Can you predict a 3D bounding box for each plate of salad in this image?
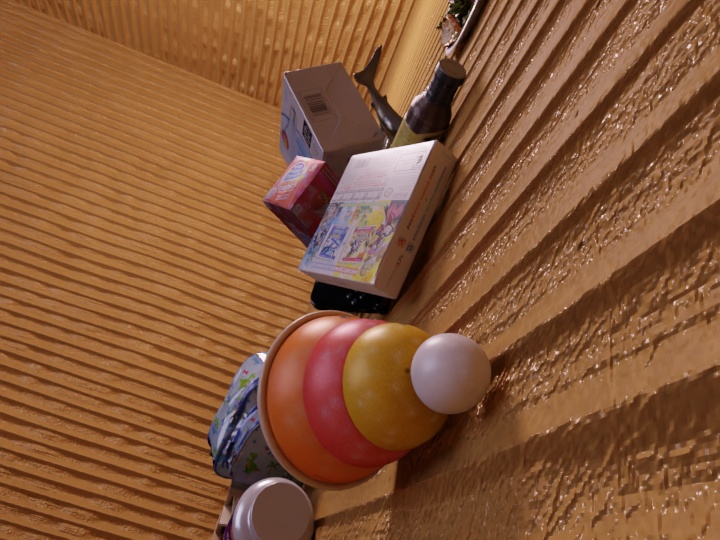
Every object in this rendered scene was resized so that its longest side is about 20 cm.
[{"bbox_3d":[0.169,-0.447,0.865,0.200,0.047,0.204,-160,89,-84],"label":"plate of salad"}]

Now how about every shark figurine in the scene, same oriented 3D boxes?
[{"bbox_3d":[0.070,-0.269,0.953,0.217,0.088,0.128,64,-175,15],"label":"shark figurine"}]

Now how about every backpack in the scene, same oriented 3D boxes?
[{"bbox_3d":[-0.140,0.255,0.912,0.147,0.181,0.203,32,100,60],"label":"backpack"}]

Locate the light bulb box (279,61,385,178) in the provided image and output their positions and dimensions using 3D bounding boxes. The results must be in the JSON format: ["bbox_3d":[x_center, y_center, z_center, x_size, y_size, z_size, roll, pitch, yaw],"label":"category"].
[{"bbox_3d":[-0.063,-0.239,1.030,0.200,0.123,0.201,63,158,25],"label":"light bulb box"}]

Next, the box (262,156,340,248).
[{"bbox_3d":[-0.055,-0.084,0.919,0.095,0.200,0.100,21,70,48],"label":"box"}]

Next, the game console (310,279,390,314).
[{"bbox_3d":[0.013,-0.055,0.754,0.119,0.169,0.203,65,-147,-50],"label":"game console"}]

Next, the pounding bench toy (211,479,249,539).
[{"bbox_3d":[-0.188,0.430,1.002,0.200,0.122,0.159,-109,38,-79],"label":"pounding bench toy"}]

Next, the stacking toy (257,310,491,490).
[{"bbox_3d":[0.023,0.086,0.399,0.199,0.145,0.148,-26,42,53],"label":"stacking toy"}]

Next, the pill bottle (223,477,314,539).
[{"bbox_3d":[-0.129,0.362,0.761,0.201,0.111,0.114,117,170,-51],"label":"pill bottle"}]

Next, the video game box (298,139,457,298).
[{"bbox_3d":[0.014,-0.065,0.691,0.199,0.046,0.184,10,70,59],"label":"video game box"}]

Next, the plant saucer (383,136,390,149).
[{"bbox_3d":[0.060,-0.216,1.107,0.200,0.049,0.204,-161,89,-83],"label":"plant saucer"}]

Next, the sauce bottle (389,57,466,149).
[{"bbox_3d":[0.088,-0.200,0.768,0.201,0.064,0.066,116,171,-52],"label":"sauce bottle"}]

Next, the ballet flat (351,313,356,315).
[{"bbox_3d":[0.000,0.000,1.004,0.065,0.070,0.203,-21,47,46],"label":"ballet flat"}]
